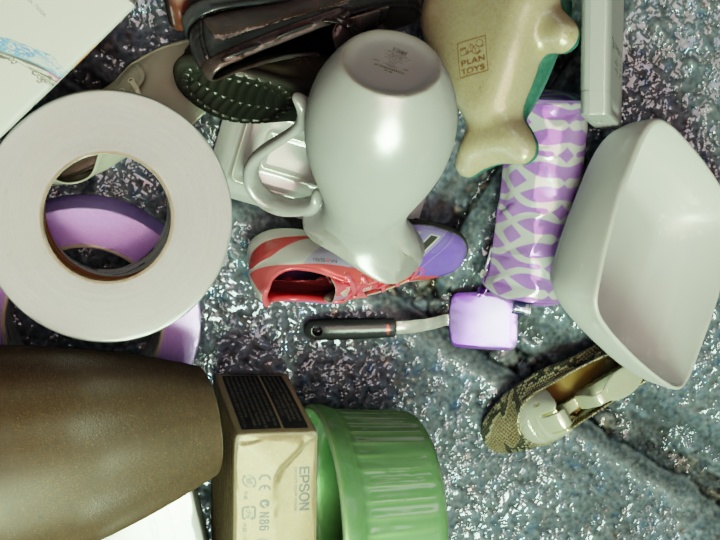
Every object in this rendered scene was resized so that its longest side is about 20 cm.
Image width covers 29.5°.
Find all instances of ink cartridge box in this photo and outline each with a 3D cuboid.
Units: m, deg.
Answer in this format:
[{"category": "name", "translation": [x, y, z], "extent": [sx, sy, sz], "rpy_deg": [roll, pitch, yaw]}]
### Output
[{"category": "ink cartridge box", "translation": [-0.087, 0.208, 1.206], "extent": [0.075, 0.165, 0.202], "rpy_deg": [-1, 104, -11]}, {"category": "ink cartridge box", "translation": [-0.294, -0.199, 1.081], "extent": [0.200, 0.147, 0.145], "rpy_deg": [-43, 107, 3]}]

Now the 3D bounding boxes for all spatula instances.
[{"category": "spatula", "translation": [0.047, 0.050, 1.265], "extent": [0.198, 0.021, 0.057], "rpy_deg": [-3, 105, -8]}]

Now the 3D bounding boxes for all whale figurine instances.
[{"category": "whale figurine", "translation": [0.122, -0.174, 1.156], "extent": [0.103, 0.158, 0.202], "rpy_deg": [17, 66, -51]}]

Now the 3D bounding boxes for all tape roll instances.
[{"category": "tape roll", "translation": [-0.240, 0.038, 1.191], "extent": [0.199, 0.066, 0.202], "rpy_deg": [-2, 103, -10]}, {"category": "tape roll", "translation": [-0.205, -0.046, 1.110], "extent": [0.199, 0.066, 0.202], "rpy_deg": [-2, 99, -10]}]

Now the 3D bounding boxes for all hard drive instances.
[{"category": "hard drive", "translation": [0.204, -0.225, 1.150], "extent": [0.026, 0.132, 0.202], "rpy_deg": [2, 91, 16]}]

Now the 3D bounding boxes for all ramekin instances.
[{"category": "ramekin", "translation": [0.005, 0.216, 1.212], "extent": [0.097, 0.200, 0.202], "rpy_deg": [-2, 104, -16]}]

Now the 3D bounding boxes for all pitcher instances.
[{"category": "pitcher", "translation": [-0.012, -0.100, 1.117], "extent": [0.170, 0.122, 0.201], "rpy_deg": [18, 138, 6]}]

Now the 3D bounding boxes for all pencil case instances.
[{"category": "pencil case", "translation": [0.155, -0.066, 1.229], "extent": [0.085, 0.084, 0.202], "rpy_deg": [9, 102, 14]}]

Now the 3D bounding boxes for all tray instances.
[{"category": "tray", "translation": [-0.031, -0.093, 1.217], "extent": [0.199, 0.022, 0.108], "rpy_deg": [16, 101, -13]}]

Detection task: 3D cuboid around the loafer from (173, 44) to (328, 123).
[{"category": "loafer", "translation": [-0.065, -0.168, 1.168], "extent": [0.199, 0.073, 0.072], "rpy_deg": [7, 63, -26]}]

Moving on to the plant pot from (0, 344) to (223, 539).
[{"category": "plant pot", "translation": [-0.219, 0.138, 1.108], "extent": [0.199, 0.187, 0.188], "rpy_deg": [-9, 105, -22]}]

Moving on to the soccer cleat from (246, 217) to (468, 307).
[{"category": "soccer cleat", "translation": [0.000, 0.000, 1.209], "extent": [0.198, 0.073, 0.069], "rpy_deg": [-2, 130, -7]}]

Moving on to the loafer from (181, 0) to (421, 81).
[{"category": "loafer", "translation": [-0.041, -0.189, 1.100], "extent": [0.199, 0.072, 0.063], "rpy_deg": [-10, 68, -15]}]

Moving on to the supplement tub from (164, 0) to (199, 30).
[{"category": "supplement tub", "translation": [-0.070, -0.266, 1.125], "extent": [0.199, 0.107, 0.108], "rpy_deg": [-12, 105, -7]}]

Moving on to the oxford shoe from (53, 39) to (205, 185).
[{"category": "oxford shoe", "translation": [-0.199, -0.130, 1.161], "extent": [0.199, 0.058, 0.076], "rpy_deg": [-30, 103, -4]}]

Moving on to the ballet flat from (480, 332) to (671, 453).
[{"category": "ballet flat", "translation": [0.204, 0.114, 1.279], "extent": [0.199, 0.075, 0.068], "rpy_deg": [-31, 108, -1]}]

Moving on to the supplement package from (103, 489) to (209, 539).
[{"category": "supplement package", "translation": [-0.238, 0.242, 1.214], "extent": [0.199, 0.114, 0.110], "rpy_deg": [-13, 107, -7]}]

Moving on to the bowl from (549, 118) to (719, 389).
[{"category": "bowl", "translation": [0.244, -0.016, 1.211], "extent": [0.200, 0.074, 0.201], "rpy_deg": [39, 67, -44]}]
